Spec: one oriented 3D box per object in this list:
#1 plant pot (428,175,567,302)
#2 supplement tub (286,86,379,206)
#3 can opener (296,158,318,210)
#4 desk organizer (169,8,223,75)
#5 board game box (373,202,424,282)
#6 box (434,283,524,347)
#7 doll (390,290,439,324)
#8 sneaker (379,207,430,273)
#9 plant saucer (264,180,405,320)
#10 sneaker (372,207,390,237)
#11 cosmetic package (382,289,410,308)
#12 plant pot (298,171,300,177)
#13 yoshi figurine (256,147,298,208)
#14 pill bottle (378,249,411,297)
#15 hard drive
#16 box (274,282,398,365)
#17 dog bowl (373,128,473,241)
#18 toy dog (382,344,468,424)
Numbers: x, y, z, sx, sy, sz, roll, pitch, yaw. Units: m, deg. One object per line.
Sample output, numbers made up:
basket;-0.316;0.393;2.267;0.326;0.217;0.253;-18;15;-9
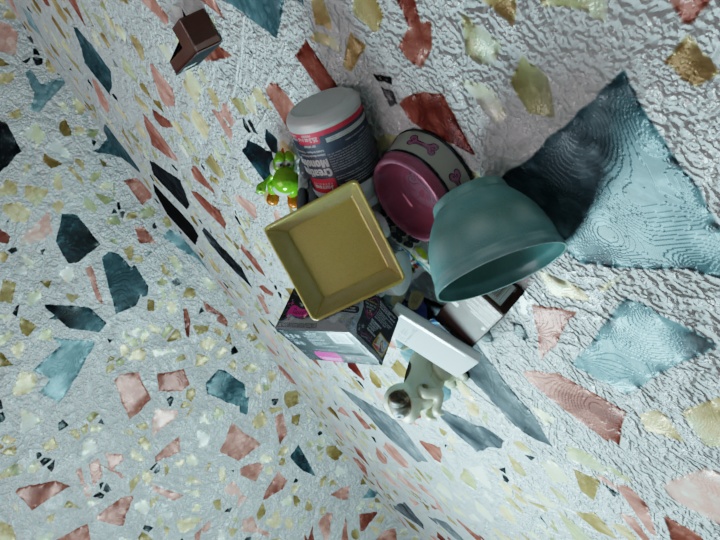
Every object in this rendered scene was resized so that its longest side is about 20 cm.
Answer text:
plant pot;0.185;-0.054;0.781;0.201;0.198;0.135;117;137;-65
supplement tub;-0.040;-0.217;0.963;0.140;0.140;0.201;23;145;45
can opener;-0.109;-0.161;1.045;0.067;0.052;0.201;54;-161;-39
desk organizer;-0.401;-0.532;1.225;0.199;0.072;0.077;7;130;57
board game box;0.048;-0.052;1.129;0.200;0.035;0.126;48;133;4
box;0.222;0.069;1.008;0.100;0.075;0.200;42;157;13
doll;0.129;0.094;1.169;0.135;0.049;0.200;11;163;21
sneaker;0.109;-0.052;1.033;0.200;0.077;0.080;48;165;5
plant saucer;-0.044;-0.036;0.953;0.201;0.198;0.048;62;-163;-10
sneaker;-0.042;-0.075;1.019;0.199;0.118;0.074;18;137;40
cosmetic package;0.028;0.014;1.297;0.199;0.052;0.152;12;133;54
plant pot;-0.084;-0.172;1.148;0.199;0.027;0.202;24;122;46
yoshi figurine;-0.188;-0.206;1.270;0.112;0.112;0.200;45;160;9
pill bottle;0.000;0.000;1.088;0.198;0.120;0.120;3;132;34
hard drive;0.144;0.148;1.101;0.199;0.027;0.132;32;154;4
box;-0.048;0.104;1.052;0.198;0.116;0.132;-3;141;38
dog bowl;0.104;-0.138;0.910;0.200;0.074;0.201;39;153;23
toy dog;0.145;0.294;1.316;0.194;0.200;0.140;48;156;2
